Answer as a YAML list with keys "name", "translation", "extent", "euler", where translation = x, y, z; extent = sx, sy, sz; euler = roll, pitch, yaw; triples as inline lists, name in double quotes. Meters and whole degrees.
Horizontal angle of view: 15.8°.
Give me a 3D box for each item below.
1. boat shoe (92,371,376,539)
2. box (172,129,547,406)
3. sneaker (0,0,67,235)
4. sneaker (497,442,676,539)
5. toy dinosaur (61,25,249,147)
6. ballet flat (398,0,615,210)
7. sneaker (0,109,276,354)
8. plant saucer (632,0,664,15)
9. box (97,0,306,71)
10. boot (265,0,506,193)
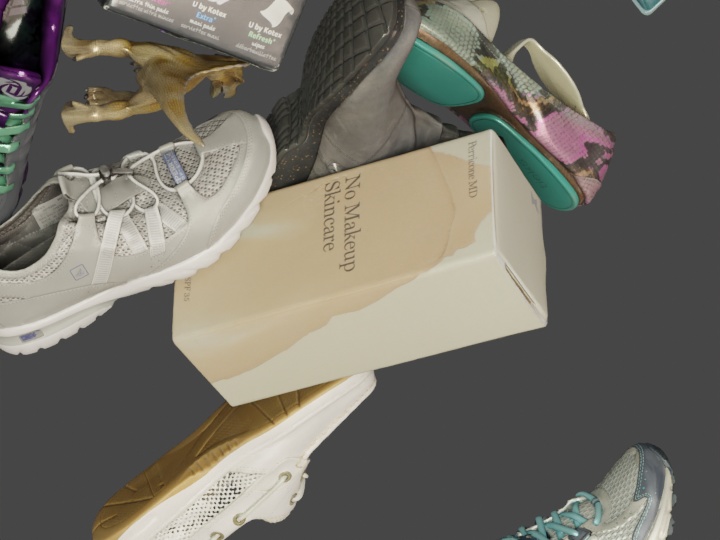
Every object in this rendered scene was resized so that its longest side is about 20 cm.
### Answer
- name: "boat shoe"
  translation: [-0.064, 0.119, 1.548]
  extent: [0.200, 0.071, 0.069]
  euler: [-36, 112, 7]
- name: "box"
  translation: [0.000, 0.000, 1.462]
  extent: [0.200, 0.095, 0.078]
  euler: [-16, 141, 19]
- name: "sneaker"
  translation: [-0.210, -0.088, 1.440]
  extent: [0.074, 0.088, 0.200]
  euler: [11, 102, -17]
- name: "sneaker"
  translation: [0.120, 0.188, 1.608]
  extent: [0.086, 0.078, 0.200]
  euler: [31, 96, -16]
- name: "toy dinosaur"
  translation: [-0.112, -0.107, 1.415]
  extent: [0.101, 0.200, 0.058]
  euler: [-3, 101, 6]
- name: "ballet flat"
  translation: [0.076, -0.114, 1.522]
  extent: [0.200, 0.069, 0.071]
  euler: [38, 68, -27]
- name: "sneaker"
  translation: [-0.137, -0.030, 1.452]
  extent: [0.200, 0.075, 0.082]
  euler: [-35, 137, -1]
- name: "plant saucer"
  translation: [0.221, -0.244, 1.543]
  extent: [0.200, 0.019, 0.070]
  euler: [-42, 111, 1]
- name: "box"
  translation: [-0.066, -0.226, 1.419]
  extent: [0.106, 0.122, 0.200]
  euler: [19, 100, -18]
- name: "boot"
  translation: [0.027, -0.087, 1.473]
  extent: [0.132, 0.200, 0.070]
  euler: [16, 58, -17]
